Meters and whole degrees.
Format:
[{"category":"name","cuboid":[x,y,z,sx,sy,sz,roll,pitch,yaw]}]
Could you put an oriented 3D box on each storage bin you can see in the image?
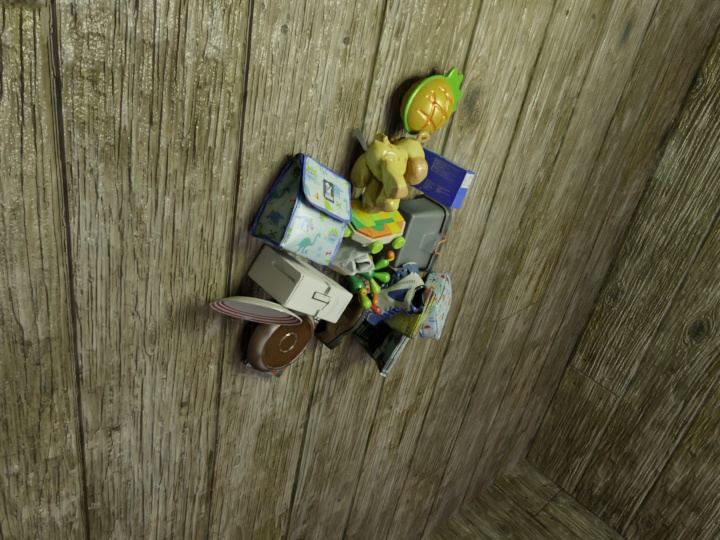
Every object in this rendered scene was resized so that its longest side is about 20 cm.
[{"category":"storage bin","cuboid":[0.137,-0.090,1.682,0.134,0.145,0.201,-8,125,-43]}]

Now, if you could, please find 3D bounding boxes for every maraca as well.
[{"category":"maraca","cuboid":[0.170,-0.391,1.490,0.200,0.107,0.138,-36,145,-26]}]

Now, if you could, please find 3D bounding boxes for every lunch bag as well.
[{"category":"lunch bag","cuboid":[-0.110,-0.129,1.371,0.170,0.127,0.201,24,86,-51]},{"category":"lunch bag","cuboid":[0.224,0.110,1.946,0.200,0.075,0.161,-60,150,-47]}]

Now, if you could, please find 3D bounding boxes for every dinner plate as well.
[{"category":"dinner plate","cuboid":[-0.221,0.084,1.371,0.200,0.199,0.024,33,64,-56]}]

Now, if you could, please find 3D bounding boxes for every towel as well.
[{"category":"towel","cuboid":[0.102,0.082,1.720,0.023,0.200,0.144,13,102,-51]}]

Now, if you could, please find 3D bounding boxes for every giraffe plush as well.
[{"category":"giraffe plush","cuboid":[0.083,-0.242,1.470,0.162,0.172,0.201,-18,100,-35]}]

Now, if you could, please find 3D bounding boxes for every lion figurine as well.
[{"category":"lion figurine","cuboid":[-0.010,0.078,1.712,0.122,0.072,0.201,0,124,-42]}]

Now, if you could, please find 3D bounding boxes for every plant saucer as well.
[{"category":"plant saucer","cuboid":[-0.182,0.168,1.547,0.200,0.032,0.201,-30,139,-30]}]

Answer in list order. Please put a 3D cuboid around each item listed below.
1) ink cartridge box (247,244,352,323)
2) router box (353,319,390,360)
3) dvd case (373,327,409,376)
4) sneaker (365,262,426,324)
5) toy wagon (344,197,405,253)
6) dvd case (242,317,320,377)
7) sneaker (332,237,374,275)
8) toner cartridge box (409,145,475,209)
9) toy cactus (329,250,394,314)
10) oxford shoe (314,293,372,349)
[{"category":"ink cartridge box","cuboid":[-0.135,0.033,1.449,0.085,0.146,0.200,-57,145,5]},{"category":"router box","cuboid":[0.083,0.161,1.901,0.200,0.062,0.150,-47,145,-11]},{"category":"dvd case","cuboid":[0.101,0.181,1.778,0.022,0.146,0.201,30,97,-13]},{"category":"sneaker","cuboid":[0.097,0.084,1.657,0.199,0.115,0.080,-47,146,20]},{"category":"toy wagon","cuboid":[0.011,-0.110,1.493,0.199,0.156,0.040,-13,149,-36]},{"category":"dvd case","cuboid":[-0.190,0.168,1.598,0.200,0.022,0.146,-56,146,0]},{"category":"sneaker","cuboid":[0.010,-0.063,1.539,0.200,0.115,0.075,-37,143,-23]},{"category":"toner cartridge box","cuboid":[0.171,-0.233,1.544,0.043,0.200,0.095,1,118,-52]},{"category":"toy cactus","cuboid":[0.000,0.000,1.590,0.102,0.164,0.201,136,-32,-63]},{"category":"oxford shoe","cuboid":[-0.048,0.121,1.660,0.084,0.073,0.200,38,113,-18]}]
